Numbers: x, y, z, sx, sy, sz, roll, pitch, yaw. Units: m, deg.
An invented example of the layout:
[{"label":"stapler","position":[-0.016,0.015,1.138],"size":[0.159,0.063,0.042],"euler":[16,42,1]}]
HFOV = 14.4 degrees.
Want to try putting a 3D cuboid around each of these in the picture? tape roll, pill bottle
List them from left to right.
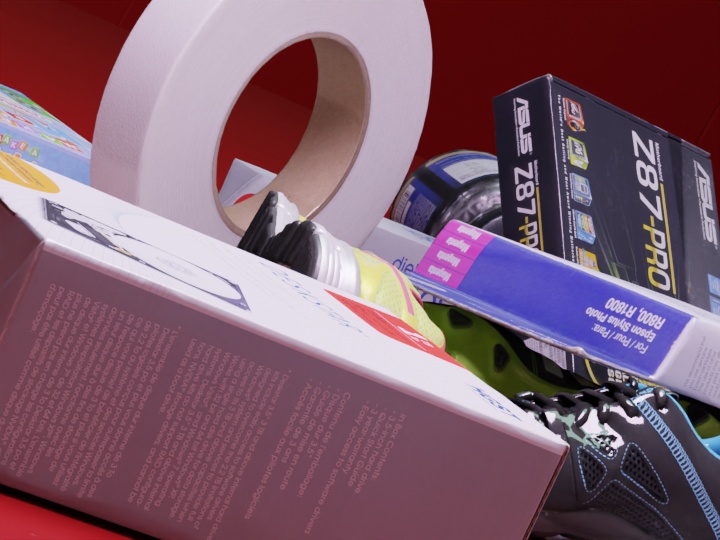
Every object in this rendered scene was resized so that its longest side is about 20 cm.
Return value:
[{"label":"tape roll","position":[-0.045,-0.070,1.370],"size":[0.037,0.204,0.202],"euler":[28,6,36]},{"label":"pill bottle","position":[0.088,-0.014,1.925],"size":[0.111,0.112,0.200],"euler":[24,6,-13]}]

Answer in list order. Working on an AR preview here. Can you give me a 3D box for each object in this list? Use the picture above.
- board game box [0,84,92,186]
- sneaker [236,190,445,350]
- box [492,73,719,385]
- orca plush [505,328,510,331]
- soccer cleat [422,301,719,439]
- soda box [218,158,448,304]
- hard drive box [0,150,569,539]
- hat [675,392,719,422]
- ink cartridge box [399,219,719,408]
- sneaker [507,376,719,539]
[{"label":"board game box","position":[-0.225,-0.087,1.582],"size":[0.151,0.037,0.200],"euler":[23,7,-32]},{"label":"sneaker","position":[-0.016,0.022,1.267],"size":[0.090,0.079,0.200],"euler":[28,2,-14]},{"label":"box","position":[0.145,0.008,1.605],"size":[0.049,0.201,0.161],"euler":[-21,-29,35]},{"label":"orca plush","position":[0.130,0.056,1.668],"size":[0.071,0.106,0.199],"euler":[-14,-17,41]},{"label":"soccer cleat","position":[0.083,0.073,1.364],"size":[0.199,0.068,0.081],"euler":[20,-23,15]},{"label":"soda box","position":[0.000,0.000,1.626],"size":[0.199,0.064,0.068],"euler":[20,7,-46]},{"label":"hard drive box","position":[-0.057,0.036,0.938],"size":[0.199,0.077,0.156],"euler":[23,6,-29]},{"label":"hat","position":[0.203,0.104,1.455],"size":[0.200,0.081,0.201],"euler":[26,4,-2]},{"label":"ink cartridge box","position":[0.124,0.025,1.348],"size":[0.199,0.044,0.196],"euler":[22,1,-36]},{"label":"sneaker","position":[0.090,0.075,1.207],"size":[0.199,0.082,0.073],"euler":[21,9,-26]}]
